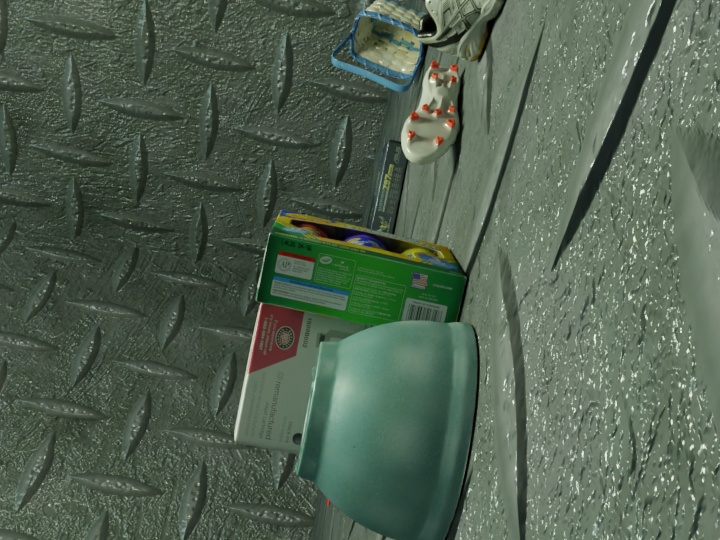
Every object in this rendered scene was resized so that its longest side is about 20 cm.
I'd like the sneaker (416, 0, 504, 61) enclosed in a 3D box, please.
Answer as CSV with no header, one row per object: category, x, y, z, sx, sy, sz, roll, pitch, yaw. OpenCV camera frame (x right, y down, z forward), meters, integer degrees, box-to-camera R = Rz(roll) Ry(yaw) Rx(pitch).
sneaker,0.112,-0.310,0.991,0.201,0.086,0.077,109,174,-59

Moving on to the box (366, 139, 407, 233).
box,0.054,-0.163,1.870,0.158,0.050,0.203,-153,74,-86

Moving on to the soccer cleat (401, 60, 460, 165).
soccer cleat,0.094,-0.189,1.148,0.078,0.068,0.201,97,-173,-45

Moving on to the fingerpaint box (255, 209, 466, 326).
fingerpaint box,0.000,0.000,0.936,0.167,0.197,0.075,-92,15,-79

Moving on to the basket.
basket,0.054,-0.461,1.862,0.201,0.174,0.140,-57,-12,-39

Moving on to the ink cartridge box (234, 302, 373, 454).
ink cartridge box,-0.022,0.122,0.936,0.083,0.197,0.149,146,135,-80

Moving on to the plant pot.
plant pot,0.015,0.134,0.799,0.200,0.132,0.204,-168,90,-87

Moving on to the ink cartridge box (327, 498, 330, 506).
ink cartridge box,-0.004,0.252,1.356,0.201,0.066,0.118,-84,5,-58
